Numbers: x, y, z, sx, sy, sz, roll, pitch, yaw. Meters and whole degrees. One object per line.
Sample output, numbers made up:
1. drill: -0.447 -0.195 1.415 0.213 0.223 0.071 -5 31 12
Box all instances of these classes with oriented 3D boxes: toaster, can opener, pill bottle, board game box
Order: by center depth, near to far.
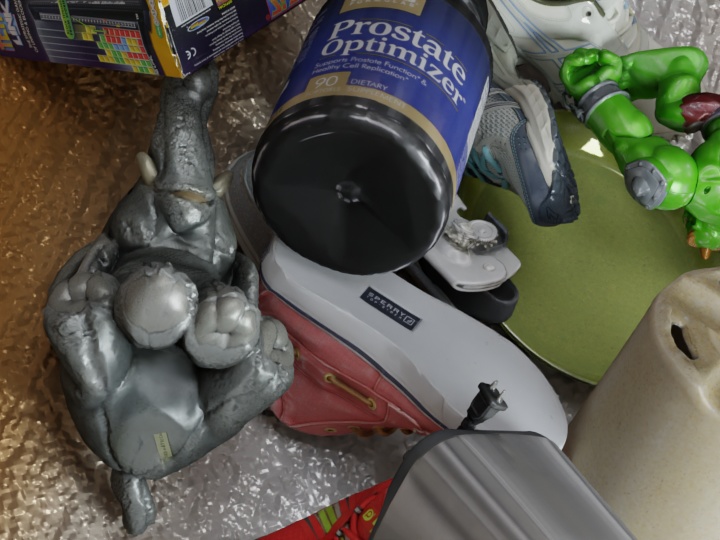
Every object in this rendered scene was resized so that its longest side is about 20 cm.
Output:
1. toaster: 0.073 0.172 1.148 0.113 0.201 0.129 5 27 -37
2. pill bottle: 0.014 -0.097 1.274 0.112 0.112 0.200 29 39 -8
3. board game box: -0.098 -0.184 1.328 0.200 0.165 0.057 -36 121 -36
4. can opener: 0.020 -0.045 1.352 0.053 0.067 0.200 -19 54 -35

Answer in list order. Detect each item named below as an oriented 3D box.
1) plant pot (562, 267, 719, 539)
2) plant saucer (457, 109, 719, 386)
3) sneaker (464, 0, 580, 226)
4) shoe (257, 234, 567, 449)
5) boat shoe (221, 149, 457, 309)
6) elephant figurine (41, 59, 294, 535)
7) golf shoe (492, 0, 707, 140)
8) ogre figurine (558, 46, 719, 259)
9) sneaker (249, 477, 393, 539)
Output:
1. plant pot: 0.193 0.107 1.244 0.200 0.184 0.201 13 38 -10
2. plant saucer: 0.145 -0.008 1.420 0.199 0.031 0.201 11 58 -19
3. sneaker: 0.072 -0.083 1.375 0.086 0.078 0.200 -22 39 -2
4. shoe: 0.019 0.064 1.260 0.200 0.091 0.071 35 42 12
5. boat shoe: -0.001 0.001 1.322 0.074 0.065 0.202 -34 80 -36
6. elephant figurine: -0.106 0.007 1.238 0.142 0.155 0.200 52 14 -32
7. golf shoe: 0.152 -0.153 1.468 0.199 0.097 0.079 23 52 -14
8. ogre figurine: 0.226 -0.078 1.421 0.200 0.098 0.120 25 42 -29
9. sneaker: -0.008 0.151 1.218 0.200 0.085 0.077 -28 75 -35
